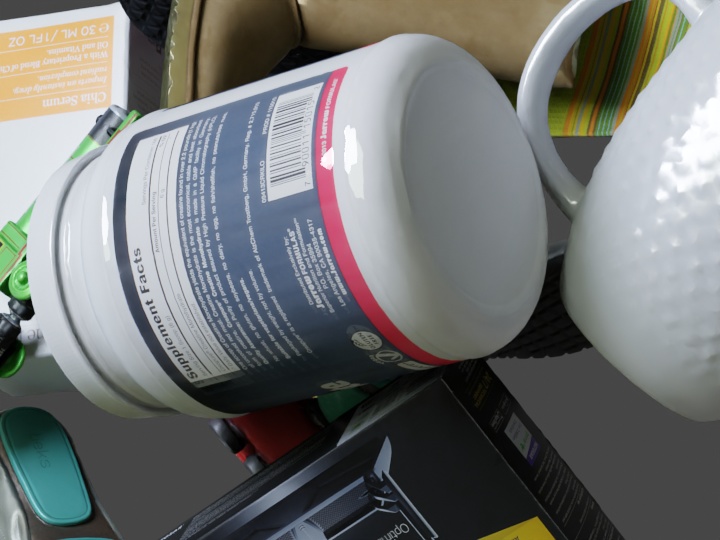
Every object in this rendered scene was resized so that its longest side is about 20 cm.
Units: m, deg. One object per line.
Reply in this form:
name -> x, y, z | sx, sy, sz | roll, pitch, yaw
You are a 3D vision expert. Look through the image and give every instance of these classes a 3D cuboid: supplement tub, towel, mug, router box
supplement tub -> -0.032, -0.014, 1.245 | 0.199, 0.140, 0.141 | -15, 59, 34
towel -> 0.093, -0.108, 1.452 | 0.199, 0.018, 0.087 | 1, 68, 43
mug -> 0.157, -0.045, 1.245 | 0.200, 0.148, 0.176 | 44, 106, 14
router box -> 0.015, 0.147, 1.289 | 0.200, 0.157, 0.052 | -34, 10, 24

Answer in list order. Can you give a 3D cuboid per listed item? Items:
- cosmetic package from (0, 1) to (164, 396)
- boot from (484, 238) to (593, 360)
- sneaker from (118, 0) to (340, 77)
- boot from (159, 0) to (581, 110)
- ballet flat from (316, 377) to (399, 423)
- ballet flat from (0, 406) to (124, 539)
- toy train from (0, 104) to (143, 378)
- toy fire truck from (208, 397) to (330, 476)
cosmetic package -> -0.160, -0.039, 1.574 | 0.101, 0.071, 0.201 | -7, 71, 20
boot -> 0.062, -0.019, 1.395 | 0.199, 0.068, 0.131 | -24, 53, 38
sneaker -> -0.026, -0.146, 1.472 | 0.072, 0.199, 0.083 | 106, 174, -67
boot -> 0.008, -0.113, 1.373 | 0.066, 0.199, 0.176 | 101, 177, -53
ballet flat -> 0.000, 0.000, 1.367 | 0.071, 0.067, 0.201 | 119, 157, -47
ballet flat -> -0.158, 0.156, 1.523 | 0.200, 0.067, 0.064 | 60, 139, 44
toy train -> -0.170, -0.006, 1.506 | 0.200, 0.042, 0.056 | -51, 52, 2
toy fire truck -> -0.035, 0.086, 1.404 | 0.049, 0.141, 0.200 | -41, 83, -4
